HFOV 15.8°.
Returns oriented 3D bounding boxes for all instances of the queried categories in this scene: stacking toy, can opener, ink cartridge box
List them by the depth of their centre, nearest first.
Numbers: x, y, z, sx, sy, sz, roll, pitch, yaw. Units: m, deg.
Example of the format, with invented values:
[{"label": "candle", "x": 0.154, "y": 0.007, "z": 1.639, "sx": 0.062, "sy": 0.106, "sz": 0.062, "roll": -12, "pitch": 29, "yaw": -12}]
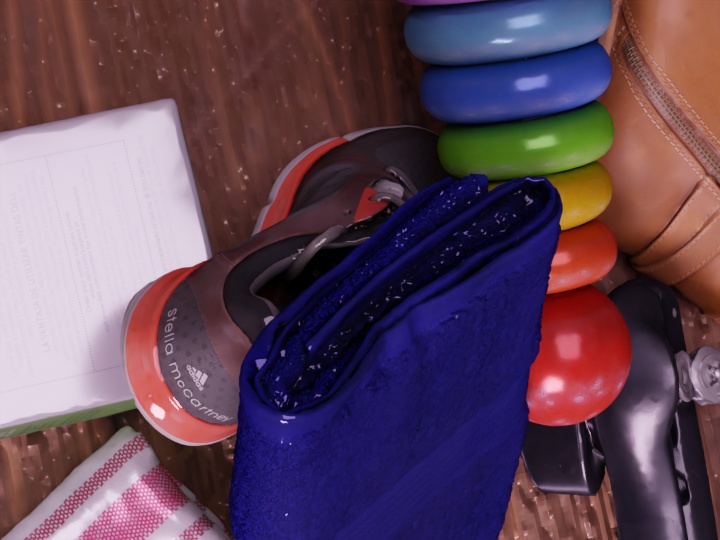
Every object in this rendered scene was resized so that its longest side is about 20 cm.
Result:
[{"label": "ink cartridge box", "x": -0.152, "y": 0.012, "z": 0.929, "sx": 0.199, "sy": 0.059, "sz": 0.104, "roll": -13, "pitch": 84, "yaw": -15}, {"label": "stacking toy", "x": 0.058, "y": -0.042, "z": 0.930, "sx": 0.085, "sy": 0.085, "sz": 0.201, "roll": -11, "pitch": 102, "yaw": -15}, {"label": "can opener", "x": 0.114, "y": 0.101, "z": 0.988, "sx": 0.063, "sy": 0.078, "sz": 0.201, "roll": -9, "pitch": 85, "yaw": -54}]

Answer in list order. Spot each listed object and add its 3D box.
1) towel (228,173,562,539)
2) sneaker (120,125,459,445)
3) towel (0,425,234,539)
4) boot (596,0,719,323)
[{"label": "towel", "x": 0.001, "y": 0.070, "z": 0.881, "sx": 0.049, "sy": 0.201, "sz": 0.148, "roll": 33, "pitch": 49, "yaw": 25}, {"label": "sneaker", "x": 0.000, "y": 0.000, "z": 0.921, "sx": 0.077, "sy": 0.082, "sz": 0.200, "roll": 61, "pitch": 39, "yaw": -12}, {"label": "towel", "x": -0.068, "y": 0.173, "z": 0.939, "sx": 0.200, "sy": 0.030, "sz": 0.146, "roll": 46, "pitch": 73, "yaw": -2}, {"label": "boot", "x": 0.147, "y": -0.088, "z": 0.986, "sx": 0.155, "sy": 0.074, "sz": 0.200, "roll": 41, "pitch": 111, "yaw": -11}]
